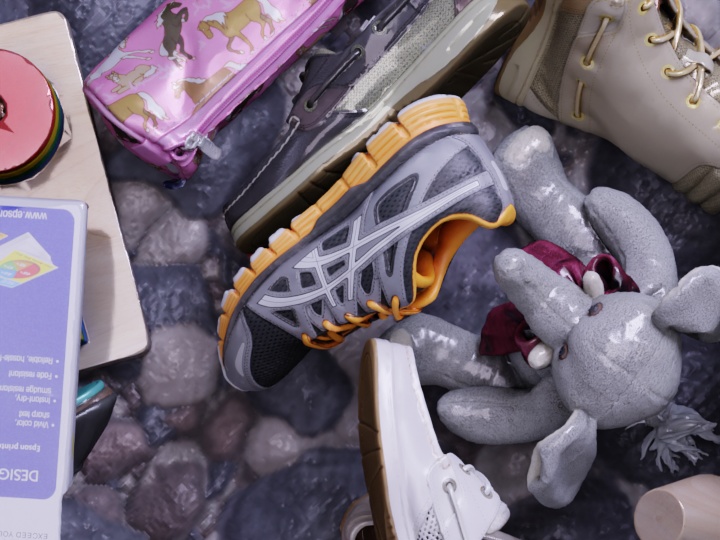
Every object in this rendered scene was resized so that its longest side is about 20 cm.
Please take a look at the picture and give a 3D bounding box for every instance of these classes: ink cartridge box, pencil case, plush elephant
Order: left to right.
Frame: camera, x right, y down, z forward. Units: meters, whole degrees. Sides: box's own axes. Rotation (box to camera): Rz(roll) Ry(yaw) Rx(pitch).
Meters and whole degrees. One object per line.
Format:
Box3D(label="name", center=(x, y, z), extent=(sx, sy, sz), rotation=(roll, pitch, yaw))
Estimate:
Box3D(label="ink cartridge box", center=(-0.246, 0.057, 1.480), extent=(0.197, 0.047, 0.201), rotation=(4, 86, 0))
Box3D(label="pencil case", center=(-0.058, -0.138, 1.546), extent=(0.200, 0.083, 0.087), rotation=(-44, 83, -4))
Box3D(label="plush elephant", center=(0.115, 0.034, 1.490), extent=(0.200, 0.155, 0.165), rotation=(39, 86, 4))

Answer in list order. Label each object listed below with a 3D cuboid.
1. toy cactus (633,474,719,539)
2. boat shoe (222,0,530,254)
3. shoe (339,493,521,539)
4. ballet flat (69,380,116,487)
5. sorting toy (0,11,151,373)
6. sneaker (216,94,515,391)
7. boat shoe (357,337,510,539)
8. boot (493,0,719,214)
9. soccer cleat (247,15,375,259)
Box3D(label="toy cactus", center=(0.196, 0.121, 1.467), extent=(0.102, 0.165, 0.200), rotation=(50, 115, 30))
Box3D(label="boat shoe", center=(0.000, -0.092, 1.488), extent=(0.201, 0.072, 0.066), rotation=(-42, 72, 12))
Box3D(label="shoe", center=(0.079, 0.180, 1.529), extent=(0.199, 0.053, 0.070), rotation=(24, 85, 3))
Box3D(label="ballet flat", center=(-0.213, 0.129, 1.535), extent=(0.199, 0.068, 0.069), rotation=(-25, 95, 5))
Box3D(label="sorting toy", center=(-0.237, -0.027, 1.544), extent=(0.199, 0.070, 0.200), rotation=(-15, 85, 0))
Box3D(label="sneaker", center=(0.000, 0.000, 1.474), extent=(0.200, 0.078, 0.077), rotation=(-48, 71, 24))
Box3D(label="boat shoe", center=(0.043, 0.131, 1.478), extent=(0.069, 0.071, 0.201), rotation=(-10, 88, -7))
Box3D(label="boot", center=(0.169, -0.120, 1.494), extent=(0.155, 0.200, 0.073), rotation=(32, 53, 2))
Box3D(label="soccer cleat", center=(0.011, -0.075, 1.551), extent=(0.085, 0.069, 0.200), rotation=(35, 89, -5))
